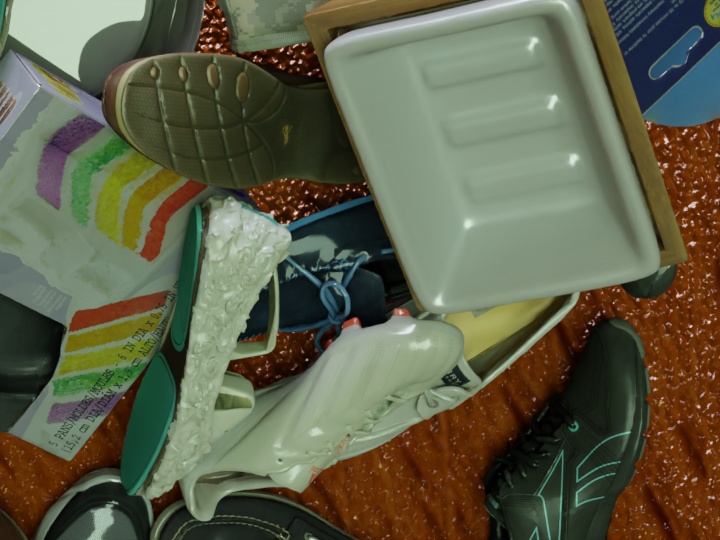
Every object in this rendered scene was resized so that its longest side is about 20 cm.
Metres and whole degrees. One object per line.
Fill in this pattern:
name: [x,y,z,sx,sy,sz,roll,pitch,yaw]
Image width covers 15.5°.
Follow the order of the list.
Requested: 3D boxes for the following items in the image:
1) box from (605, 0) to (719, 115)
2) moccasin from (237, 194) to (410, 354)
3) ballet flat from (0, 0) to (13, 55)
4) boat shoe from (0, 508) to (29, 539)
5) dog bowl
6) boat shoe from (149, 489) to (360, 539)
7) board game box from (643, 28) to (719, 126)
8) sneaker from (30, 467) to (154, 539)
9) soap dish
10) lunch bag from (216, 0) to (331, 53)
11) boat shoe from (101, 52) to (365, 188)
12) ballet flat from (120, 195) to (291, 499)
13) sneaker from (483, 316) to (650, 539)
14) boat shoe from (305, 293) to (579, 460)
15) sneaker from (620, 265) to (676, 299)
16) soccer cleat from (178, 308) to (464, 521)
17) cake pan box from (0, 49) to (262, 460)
box: [0.124,-0.185,1.455,0.121,0.032,0.200,-43,115,-13]
moccasin: [0.000,0.000,1.542,0.200,0.080,0.068,-25,67,-4]
ballet flat: [-0.205,-0.197,1.412,0.067,0.062,0.200,17,92,-29]
boat shoe: [-0.217,0.187,1.491,0.076,0.200,0.072,-34,140,-2]
dog bowl: [-0.189,-0.160,1.486,0.200,0.059,0.200,-3,104,-11]
boat shoe: [-0.029,0.186,1.585,0.200,0.063,0.073,21,96,-23]
board game box: [0.173,-0.183,1.545,0.158,0.039,0.200,-28,109,-34]
sneaker: [-0.169,0.220,1.547,0.075,0.114,0.200,22,97,-16]
soap dish: [0.077,-0.079,1.429,0.157,0.081,0.200,-11,123,18]
lunch bag: [0.000,-0.220,1.482,0.200,0.118,0.164,-13,106,-14]
boat shoe: [-0.072,-0.084,1.480,0.200,0.068,0.072,4,97,-47]
ballet flat: [-0.083,0.051,1.494,0.072,0.072,0.200,10,119,-14]
sneaker: [0.122,0.123,1.606,0.079,0.075,0.200,12,100,-12]
boat shoe: [0.046,0.051,1.576,0.200,0.070,0.071,-32,107,-4]
sneaker: [0.101,-0.057,1.539,0.115,0.075,0.200,-28,103,-17]
soccer cleat: [-0.022,0.086,1.528,0.200,0.078,0.069,-24,146,26]
cake pan box: [-0.182,-0.002,1.483,0.184,0.052,0.200,33,102,-40]
